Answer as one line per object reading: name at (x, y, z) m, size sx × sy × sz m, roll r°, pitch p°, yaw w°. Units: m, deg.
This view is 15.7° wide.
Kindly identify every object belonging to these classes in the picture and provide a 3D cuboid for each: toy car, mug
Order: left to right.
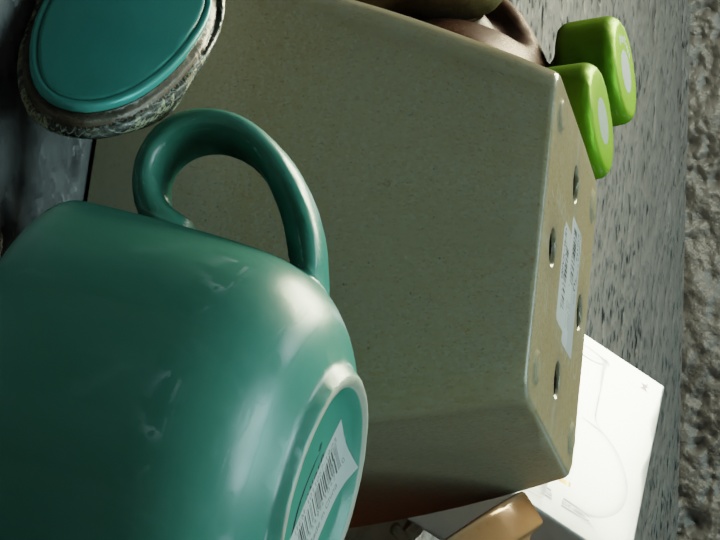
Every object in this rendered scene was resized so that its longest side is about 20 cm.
mug at (-0.061, 0.048, 0.886) m, size 0.152 × 0.114 × 0.186 m, roll -32°, pitch 134°, yaw -68°
toy car at (0.029, -0.143, 1.242) m, size 0.158 × 0.163 × 0.201 m, roll -57°, pitch 138°, yaw -65°

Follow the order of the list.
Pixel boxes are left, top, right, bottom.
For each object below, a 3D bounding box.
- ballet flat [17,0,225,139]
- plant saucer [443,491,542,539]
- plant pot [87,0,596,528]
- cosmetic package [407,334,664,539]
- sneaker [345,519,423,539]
ballet flat at (-0.082, -0.104, 0.973) m, size 0.076 × 0.067 × 0.201 m, roll 101°, pitch 0°, yaw -50°
plant saucer at (-0.005, 0.161, 1.084) m, size 0.032 × 0.200 × 0.200 m, roll 55°, pitch 11°, yaw 7°
plant pot at (0.000, 0.000, 1.077) m, size 0.200 × 0.176 × 0.201 m, roll 56°, pitch 38°, yaw -67°
cosmetic package at (0.048, 0.061, 1.269) m, size 0.052 × 0.199 × 0.151 m, roll -51°, pitch -170°, yaw 32°
sneaker at (0.003, 0.136, 1.315) m, size 0.073 × 0.084 × 0.201 m, roll 13°, pitch 81°, yaw -78°
